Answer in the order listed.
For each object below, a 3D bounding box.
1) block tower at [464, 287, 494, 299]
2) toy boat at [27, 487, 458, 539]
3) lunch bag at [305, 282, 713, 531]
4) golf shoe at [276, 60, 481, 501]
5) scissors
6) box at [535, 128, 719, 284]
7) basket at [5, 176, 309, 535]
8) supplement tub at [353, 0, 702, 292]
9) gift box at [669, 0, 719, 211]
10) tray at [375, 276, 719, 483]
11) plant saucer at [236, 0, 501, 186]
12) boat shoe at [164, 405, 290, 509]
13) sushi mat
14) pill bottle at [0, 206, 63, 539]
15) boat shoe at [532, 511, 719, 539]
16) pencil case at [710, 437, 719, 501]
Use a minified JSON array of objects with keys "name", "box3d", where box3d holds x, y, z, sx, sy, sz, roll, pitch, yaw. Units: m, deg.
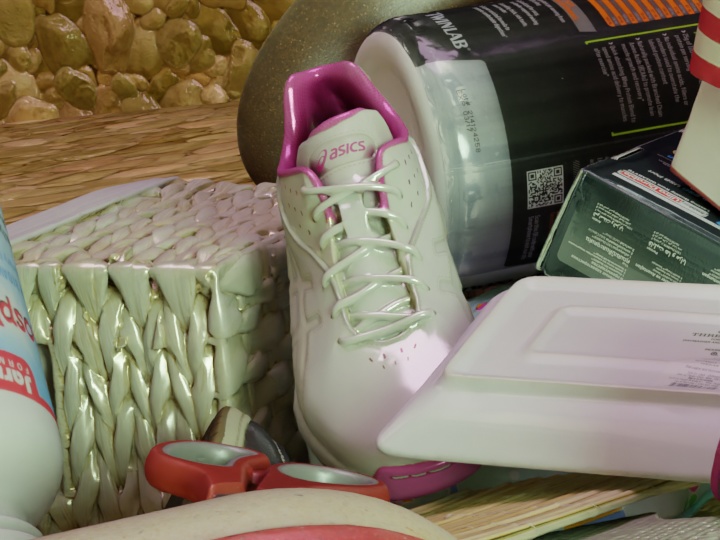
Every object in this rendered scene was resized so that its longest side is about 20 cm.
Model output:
[{"name":"block tower","box3d":[0.060,0.012,1.290,0.054,0.058,0.200,-4,8,27]},{"name":"toy boat","box3d":[-0.040,0.132,0.494,0.199,0.131,0.131,-12,40,-18]},{"name":"lunch bag","box3d":[0.069,0.053,0.940,0.160,0.078,0.200,-3,10,26]},{"name":"golf shoe","box3d":[0.000,0.000,0.848,0.075,0.092,0.200,-17,35,0]},{"name":"scissors","box3d":[-0.038,0.066,0.648,0.073,0.014,0.200,12,4,8]},{"name":"box","box3d":[0.187,0.012,0.898,0.199,0.046,0.159,30,24,20]},{"name":"basket","box3d":[-0.072,0.040,0.982,0.123,0.136,0.200,0,11,22]},{"name":"supplement tub","box3d":[0.105,-0.064,1.049,0.199,0.123,0.122,-10,9,-18]},{"name":"gift box","box3d":[0.228,-0.083,0.821,0.186,0.201,0.184,-9,33,-36]},{"name":"tray","box3d":[0.111,0.030,0.734,0.199,0.022,0.107,3,29,28]},{"name":"plant saucer","box3d":[0.038,-0.087,1.124,0.199,0.201,0.037,-13,52,-27]},{"name":"boat shoe","box3d":[-0.035,0.104,0.763,0.066,0.072,0.201,24,12,-6]},{"name":"sushi mat","box3d":[0.028,0.076,0.700,0.095,0.012,0.200,-13,-3,30]},{"name":"pill bottle","box3d":[-0.165,0.039,0.825,0.108,0.201,0.109,-15,-29,-8]},{"name":"boat shoe","box3d":[0.072,0.104,0.679,0.074,0.063,0.200,-13,-2,-13]},{"name":"pencil case","box3d":[0.191,0.053,0.605,0.199,0.089,0.088,17,18,22]}]
